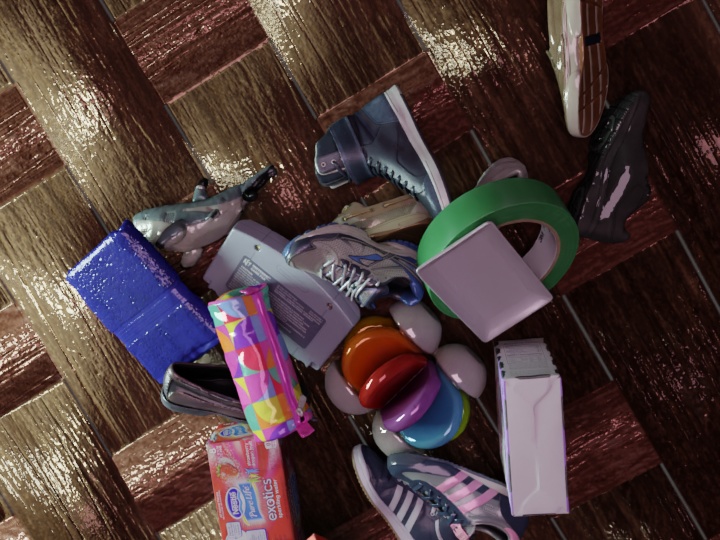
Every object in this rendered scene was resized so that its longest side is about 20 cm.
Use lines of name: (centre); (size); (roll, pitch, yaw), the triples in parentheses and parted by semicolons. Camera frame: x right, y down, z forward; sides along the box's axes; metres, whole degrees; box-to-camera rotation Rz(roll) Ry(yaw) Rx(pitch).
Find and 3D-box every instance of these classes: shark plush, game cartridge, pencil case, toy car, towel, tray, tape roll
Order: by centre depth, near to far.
tray: (0.151, 0.012, 1.234); (0.107, 0.022, 0.200); (-33, 139, 12)
tape roll: (0.169, -0.023, 1.257); (0.199, 0.048, 0.201); (-13, 139, -12)
pencil case: (-0.123, 0.117, 1.286); (0.088, 0.088, 0.201); (-21, 93, 7)
toy car: (0.057, 0.148, 1.302); (0.200, 0.150, 0.175); (44, 99, -3)
game cartridge: (-0.100, 0.029, 1.323); (0.200, 0.041, 0.133); (39, 133, 0)
shark plush: (-0.204, -0.087, 1.332); (0.199, 0.091, 0.084); (-35, 63, 14)
towel: (-0.278, 0.041, 1.340); (0.147, 0.050, 0.200); (-34, 102, 32)

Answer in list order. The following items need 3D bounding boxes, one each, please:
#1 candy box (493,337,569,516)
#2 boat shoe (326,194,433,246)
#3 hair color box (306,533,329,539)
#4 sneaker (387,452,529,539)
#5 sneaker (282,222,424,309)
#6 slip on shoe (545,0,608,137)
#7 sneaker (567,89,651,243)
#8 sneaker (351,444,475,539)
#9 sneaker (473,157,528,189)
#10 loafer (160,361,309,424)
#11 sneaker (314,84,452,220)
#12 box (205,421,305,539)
candy box: (0.210, 0.188, 1.271); (0.071, 0.200, 0.169); (-4, 98, 5)
boat shoe: (0.000, -0.052, 1.324); (0.198, 0.072, 0.065); (-15, 60, 9)
hair color box: (-0.030, 0.423, 1.338); (0.101, 0.061, 0.200); (-42, 137, 9)
sneaker: (0.120, 0.296, 1.296); (0.199, 0.070, 0.082); (21, 65, -1)
sneaker: (0.000, 0.000, 1.262); (0.199, 0.086, 0.077); (8, 145, -27)
slip on shoe: (0.264, -0.268, 1.271); (0.060, 0.076, 0.202); (9, 112, 43)
sneaker: (0.330, -0.128, 1.287); (0.090, 0.076, 0.201); (16, 107, -8)
sneaker: (0.077, 0.297, 1.363); (0.108, 0.070, 0.201); (-30, 102, 13)
sneaker: (0.143, -0.056, 1.296); (0.075, 0.089, 0.201); (32, 100, -2)
loafer: (-0.161, 0.157, 1.341); (0.198, 0.072, 0.063); (5, 131, -10)
sneaker: (0.027, -0.115, 1.279); (0.145, 0.077, 0.203); (-27, 68, 3)
box: (-0.137, 0.306, 1.369); (0.099, 0.095, 0.202); (-8, 98, 4)
